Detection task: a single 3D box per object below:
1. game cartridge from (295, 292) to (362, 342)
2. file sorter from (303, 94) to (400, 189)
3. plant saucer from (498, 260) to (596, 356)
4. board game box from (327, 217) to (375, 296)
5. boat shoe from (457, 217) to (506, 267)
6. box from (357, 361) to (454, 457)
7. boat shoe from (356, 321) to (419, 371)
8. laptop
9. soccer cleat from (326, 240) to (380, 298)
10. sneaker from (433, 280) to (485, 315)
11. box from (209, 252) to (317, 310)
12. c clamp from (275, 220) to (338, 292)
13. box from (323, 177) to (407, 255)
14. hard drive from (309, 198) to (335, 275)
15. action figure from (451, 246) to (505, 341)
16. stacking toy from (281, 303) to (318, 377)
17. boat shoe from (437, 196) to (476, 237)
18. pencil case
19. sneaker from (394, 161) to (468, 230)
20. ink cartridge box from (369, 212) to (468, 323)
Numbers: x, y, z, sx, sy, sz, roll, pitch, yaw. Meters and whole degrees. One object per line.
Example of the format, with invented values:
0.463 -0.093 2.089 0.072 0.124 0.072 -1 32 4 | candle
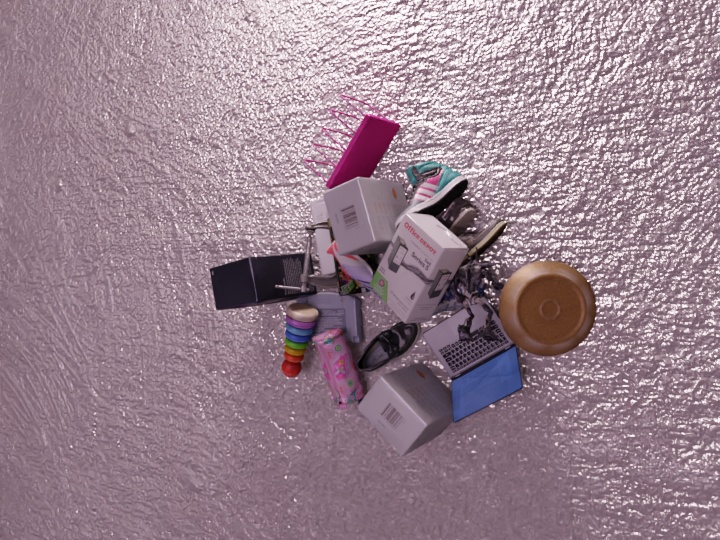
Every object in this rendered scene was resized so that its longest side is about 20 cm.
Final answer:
-0.084 0.124 1.678 0.200 0.040 0.133 -2 95 34 | game cartridge
-0.028 -0.313 1.556 0.125 0.139 0.200 44 115 26 | file sorter
0.388 0.079 1.299 0.200 0.035 0.200 0 91 4 | plant saucer
-0.018 -0.040 1.592 0.023 0.105 0.200 160 101 -73 | board game box
0.242 -0.055 1.425 0.200 0.073 0.065 -45 73 27 | boat shoe
0.119 0.313 1.449 0.152 0.200 0.106 44 114 24 | box
0.062 0.189 1.562 0.199 0.066 0.075 -37 72 30 | boat shoe
0.243 0.196 1.407 0.187 0.116 0.200 -36 84 29 | laptop
0.000 0.000 1.554 0.073 0.068 0.200 -30 111 25 | soccer cleat
0.191 0.067 1.457 0.200 0.088 0.075 -26 76 31 | sneaker
-0.258 0.029 1.672 0.200 0.198 0.123 -13 85 46 | box
-0.110 -0.035 1.589 0.171 0.027 0.200 13 81 -7 | c clamp
0.027 -0.124 1.481 0.106 0.200 0.152 -20 82 32 | box
-0.061 -0.096 1.656 0.132 0.027 0.200 -13 85 33 | hard drive
0.252 0.055 1.368 0.119 0.102 0.200 -8 70 31 | action figure
-0.173 0.192 1.679 0.085 0.085 0.200 26 112 30 | stacking toy
0.188 -0.085 1.470 0.200 0.067 0.057 -48 51 21 | boat shoe
-0.055 0.250 1.611 0.087 0.087 0.200 -13 98 34 | pencil case
0.134 -0.181 1.454 0.200 0.084 0.121 -36 62 -10 | sneaker
0.125 -0.006 1.390 0.146 0.084 0.200 47 123 38 | ink cartridge box
